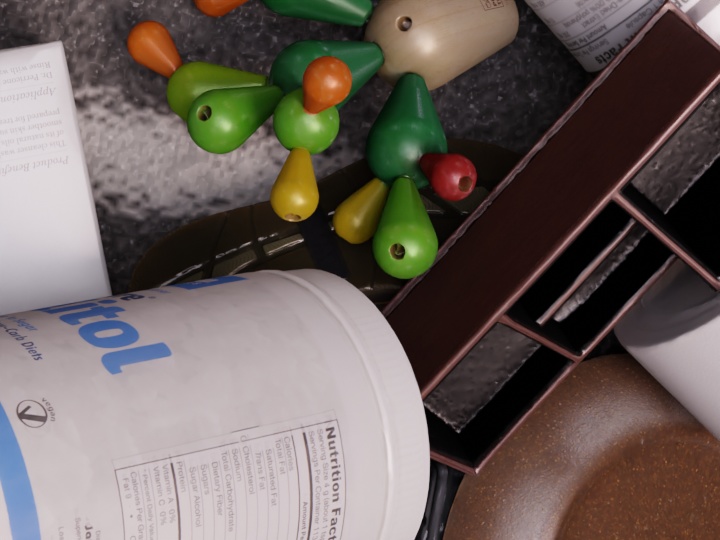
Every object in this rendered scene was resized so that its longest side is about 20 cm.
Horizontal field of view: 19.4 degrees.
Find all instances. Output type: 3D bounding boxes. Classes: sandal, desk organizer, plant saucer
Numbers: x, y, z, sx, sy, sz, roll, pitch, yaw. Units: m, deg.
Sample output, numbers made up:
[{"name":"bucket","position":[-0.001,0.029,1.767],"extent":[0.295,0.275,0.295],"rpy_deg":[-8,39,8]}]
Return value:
[{"name":"sandal","position":[0.000,0.000,0.908],"extent":[0.200,0.055,0.082],"rpy_deg":[-18,66,-8]},{"name":"desk organizer","position":[0.088,-0.002,0.834],"extent":[0.072,0.077,0.200],"rpy_deg":[38,101,-22]},{"name":"plant saucer","position":[0.124,0.137,0.915],"extent":[0.200,0.037,0.201],"rpy_deg":[-1,92,-31]}]

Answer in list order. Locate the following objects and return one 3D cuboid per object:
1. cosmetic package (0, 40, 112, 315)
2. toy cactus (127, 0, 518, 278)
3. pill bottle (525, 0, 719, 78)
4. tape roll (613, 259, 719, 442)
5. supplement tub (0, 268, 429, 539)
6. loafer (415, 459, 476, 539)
[{"name":"cosmetic package","position":[-0.158,0.012,0.872],"extent":[0.113,0.081,0.201],"rpy_deg":[-9,96,-9]},{"name":"toy cactus","position":[-0.004,-0.095,0.879],"extent":[0.165,0.102,0.200],"rpy_deg":[-23,59,-32]},{"name":"pill bottle","position":[0.121,-0.142,0.895],"extent":[0.111,0.111,0.200],"rpy_deg":[-44,100,-5]},{"name":"tape roll","position":[0.200,-0.018,0.872],"extent":[0.071,0.202,0.202],"rpy_deg":[43,86,-10]},{"name":"supplement tub","position":[-0.089,0.075,0.767],"extent":[0.200,0.132,0.132],"rpy_deg":[-11,96,-38]},{"name":"loafer","position":[0.036,0.180,0.925],"extent":[0.070,0.068,0.201],"rpy_deg":[4,98,-18]}]
